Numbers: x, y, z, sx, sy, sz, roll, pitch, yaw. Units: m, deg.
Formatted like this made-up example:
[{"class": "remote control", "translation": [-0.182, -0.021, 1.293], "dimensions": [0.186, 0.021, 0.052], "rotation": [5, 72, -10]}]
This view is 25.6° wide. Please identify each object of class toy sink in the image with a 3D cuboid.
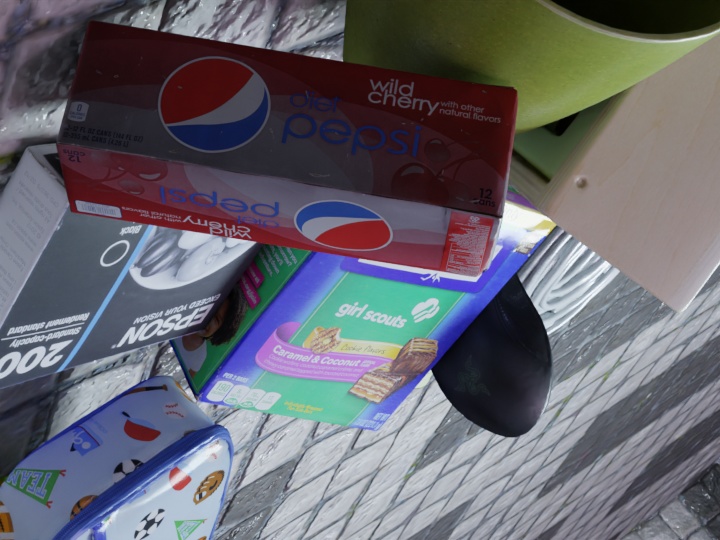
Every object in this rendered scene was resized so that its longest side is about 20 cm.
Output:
[{"class": "toy sink", "translation": [0.140, -0.088, 0.886], "dimensions": [0.131, 0.112, 0.200], "rotation": [-54, -159, 9]}]

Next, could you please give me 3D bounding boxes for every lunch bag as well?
[{"class": "lunch bag", "translation": [-0.158, 0.167, 0.964], "dimensions": [0.160, 0.075, 0.201], "rotation": [-36, 154, -37]}]

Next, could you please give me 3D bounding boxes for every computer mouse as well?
[{"class": "computer mouse", "translation": [0.065, 0.026, 1.086], "dimensions": [0.052, 0.201, 0.139], "rotation": [6, 135, -36]}]

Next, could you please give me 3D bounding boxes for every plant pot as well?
[{"class": "plant pot", "translation": [0.071, -0.144, 0.774], "dimensions": [0.186, 0.188, 0.200], "rotation": [-29, 171, -31]}]

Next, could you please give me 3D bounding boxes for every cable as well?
[{"class": "cable", "translation": [0.178, -0.026, 1.349], "dimensions": [0.199, 0.069, 0.201], "rotation": [-36, 159, -19]}]

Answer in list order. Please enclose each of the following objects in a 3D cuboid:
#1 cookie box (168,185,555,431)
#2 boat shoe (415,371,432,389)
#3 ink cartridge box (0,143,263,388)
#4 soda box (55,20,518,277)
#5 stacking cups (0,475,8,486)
[{"class": "cookie box", "translation": [0.000, 0.000, 0.996], "dimensions": [0.170, 0.075, 0.200], "rotation": [15, 122, -45]}, {"class": "boat shoe", "translation": [0.007, 0.049, 1.195], "dimensions": [0.066, 0.072, 0.200], "rotation": [-60, 153, 12]}, {"class": "ink cartridge box", "translation": [-0.139, 0.008, 0.865], "dimensions": [0.197, 0.043, 0.200], "rotation": [-15, 148, -53]}, {"class": "soda box", "translation": [-0.032, -0.054, 0.717], "dimensions": [0.064, 0.198, 0.071], "rotation": [98, 2, -62]}, {"class": "stacking cups", "translation": [-0.201, 0.158, 1.059], "dimensions": [0.061, 0.061, 0.200], "rotation": [-46, 165, 13]}]
